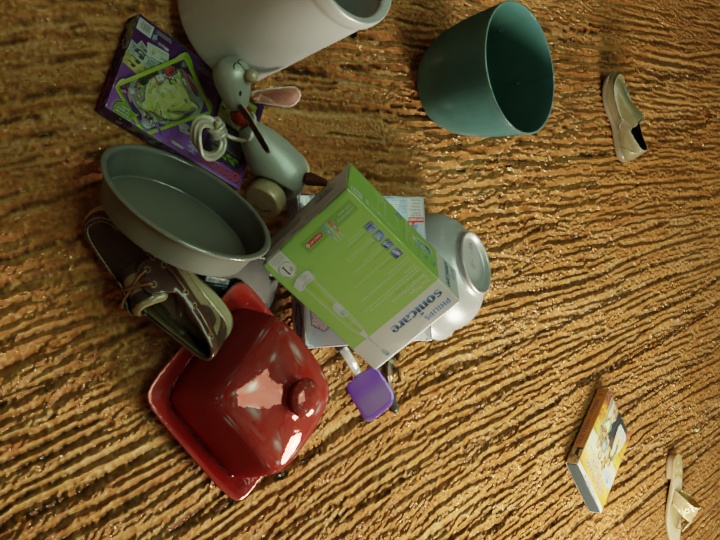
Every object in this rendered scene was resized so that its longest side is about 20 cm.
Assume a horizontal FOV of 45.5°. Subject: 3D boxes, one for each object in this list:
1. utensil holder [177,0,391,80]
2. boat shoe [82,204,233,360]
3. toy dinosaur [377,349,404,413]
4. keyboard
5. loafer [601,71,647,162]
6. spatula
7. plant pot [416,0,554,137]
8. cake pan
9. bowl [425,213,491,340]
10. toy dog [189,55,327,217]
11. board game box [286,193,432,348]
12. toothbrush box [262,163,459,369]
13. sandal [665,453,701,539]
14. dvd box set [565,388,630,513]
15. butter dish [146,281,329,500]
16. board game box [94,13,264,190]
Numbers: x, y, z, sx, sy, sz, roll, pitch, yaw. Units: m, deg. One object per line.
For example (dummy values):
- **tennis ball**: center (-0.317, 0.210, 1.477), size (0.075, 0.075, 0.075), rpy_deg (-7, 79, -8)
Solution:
- **utensil holder**: center (-0.091, -0.328, 0.998), size (0.169, 0.198, 0.172), rpy_deg (22, 61, -46)
- **boat shoe**: center (-0.218, 0.017, 0.907), size (0.200, 0.072, 0.072), rpy_deg (50, 25, -18)
- **toy dinosaur**: center (0.047, 0.104, 1.258), size (0.106, 0.060, 0.203), rpy_deg (50, 51, -67)
- **keyboard**: center (-0.176, -0.007, 1.029), size (0.199, 0.039, 0.105), rpy_deg (13, 100, -48)
- **loafer**: center (0.580, -0.338, 1.871), size (0.076, 0.067, 0.202), rpy_deg (-36, 113, -44)
- **spatula**: center (-0.018, 0.117, 1.184), size (0.056, 0.021, 0.201), rpy_deg (-33, 111, -6)
- **plant pot**: center (0.186, -0.303, 1.354), size (0.199, 0.160, 0.204), rpy_deg (4, 84, -48)
- **cake pan**: center (-0.190, -0.062, 0.917), size (0.199, 0.201, 0.037), rpy_deg (10, 123, -47)
- **bowl**: center (0.137, -0.001, 1.296), size (0.201, 0.090, 0.204), rpy_deg (31, 52, -50)
- **toy dog**: center (-0.102, -0.153, 1.019), size (0.200, 0.095, 0.133), rpy_deg (49, 49, -52)
- **board game box**: center (0.000, 0.000, 1.162), size (0.198, 0.041, 0.202), rpy_deg (0, 85, -29)
- **toothbrush box**: center (0.003, -0.002, 1.051), size (0.200, 0.145, 0.086), rpy_deg (43, 21, -16)
- **sandal**: center (0.754, 0.536, 1.995), size (0.077, 0.069, 0.215), rpy_deg (5, 84, -48)
- **dvd box set**: center (0.481, 0.361, 1.731), size (0.200, 0.029, 0.147), rpy_deg (-52, 124, -38)
- **butter dish**: center (-0.107, 0.143, 0.996), size (0.200, 0.147, 0.201), rpy_deg (-53, 125, -33)
- **board game box**: center (-0.204, -0.190, 1.005), size (0.199, 0.032, 0.121), rpy_deg (32, 61, -42)
